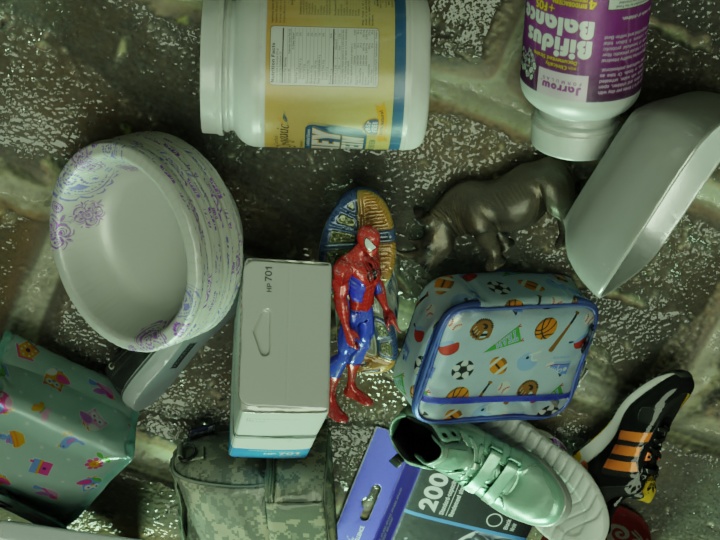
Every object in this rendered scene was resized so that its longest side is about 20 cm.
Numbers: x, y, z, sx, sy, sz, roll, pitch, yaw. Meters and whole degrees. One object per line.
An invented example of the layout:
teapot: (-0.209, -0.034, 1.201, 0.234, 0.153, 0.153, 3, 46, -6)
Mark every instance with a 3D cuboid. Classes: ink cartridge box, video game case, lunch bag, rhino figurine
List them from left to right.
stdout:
lunch bag: (-0.344, 0.181, 1.653, 0.170, 0.122, 0.200, 28, 125, -24)
video game case: (-0.297, 0.283, 1.672, 0.200, 0.182, 0.023, 12, 75, -23)
lunch bag: (-0.109, 0.263, 1.692, 0.167, 0.139, 0.200, -3, 118, -1)
ink cartridge box: (-0.079, 0.088, 1.539, 0.086, 0.147, 0.200, 4, 162, -8)
ink cartridge box: (0.080, 0.280, 1.763, 0.200, 0.043, 0.198, 15, 117, -9)
rhino figurine: (0.125, -0.050, 1.574, 0.200, 0.060, 0.088, -17, 110, 10)
lunch bag: (0.139, 0.082, 1.611, 0.200, 0.076, 0.160, 2, 119, -27)

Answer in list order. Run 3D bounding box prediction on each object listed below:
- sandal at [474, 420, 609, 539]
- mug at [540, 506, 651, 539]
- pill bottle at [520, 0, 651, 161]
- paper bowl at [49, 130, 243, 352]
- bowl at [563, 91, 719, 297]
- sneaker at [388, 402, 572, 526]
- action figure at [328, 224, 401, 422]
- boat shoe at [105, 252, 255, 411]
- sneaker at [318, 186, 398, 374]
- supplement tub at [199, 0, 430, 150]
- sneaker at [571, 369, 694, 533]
sandal: (0.188, 0.205, 1.695, 0.203, 0.050, 0.082, 48, 111, 8)
mug: (0.253, 0.369, 1.715, 0.177, 0.200, 0.134, -13, 123, -2)
pill bottle: (0.202, -0.206, 1.462, 0.112, 0.112, 0.200, 0, 118, -2)
paper bowl: (-0.189, -0.031, 1.518, 0.200, 0.104, 0.201, 13, 111, 38)
bowl: (0.266, -0.082, 1.501, 0.075, 0.200, 0.200, 36, 115, 15)
sneaker: (0.114, 0.204, 1.633, 0.200, 0.118, 0.074, 33, 106, 15)
action figure: (-0.001, 0.047, 1.522, 0.052, 0.065, 0.200, 26, 126, 35)
boat shoe: (-0.181, 0.051, 1.617, 0.057, 0.069, 0.200, 44, 99, 19)
sneaker: (0.000, 0.000, 1.581, 0.075, 0.088, 0.200, 1, 120, 3)
supplement tub: (-0.041, -0.181, 1.449, 0.200, 0.145, 0.145, 1, 119, -2)
sneaker: (0.292, 0.191, 1.683, 0.070, 0.090, 0.200, 5, 132, -49)
